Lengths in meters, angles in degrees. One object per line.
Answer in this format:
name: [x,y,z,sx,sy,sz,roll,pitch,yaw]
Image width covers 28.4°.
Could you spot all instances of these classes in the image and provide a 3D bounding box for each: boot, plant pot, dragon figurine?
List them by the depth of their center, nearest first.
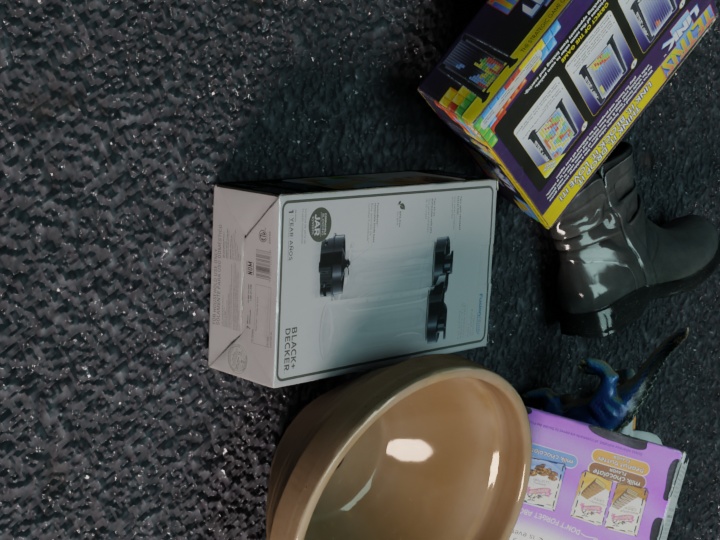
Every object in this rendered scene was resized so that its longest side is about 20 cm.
plant pot: [0.007,0.136,0.897,0.200,0.093,0.202,-22,124,-36]
dragon figurine: [0.181,0.122,1.058,0.059,0.200,0.100,24,43,-49]
boot: [0.216,-0.042,1.114,0.200,0.070,0.132,-31,115,-44]

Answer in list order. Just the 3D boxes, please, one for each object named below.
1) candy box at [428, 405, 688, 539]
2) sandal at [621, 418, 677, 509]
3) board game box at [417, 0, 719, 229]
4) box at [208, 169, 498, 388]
candy box: [0.117,0.199,0.979,0.072,0.167,0.201,32,74,-71]
sandal: [0.216,0.199,1.121,0.059,0.079,0.208,7,70,-7]
board game box: [0.146,-0.149,0.958,0.200,0.057,0.165,-51,148,-3]
box: [0.000,0.000,0.896,0.199,0.060,0.117,-9,105,-45]
